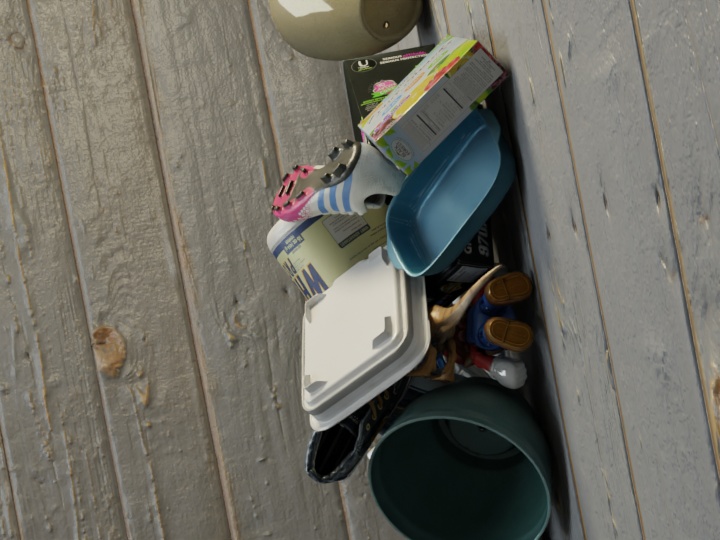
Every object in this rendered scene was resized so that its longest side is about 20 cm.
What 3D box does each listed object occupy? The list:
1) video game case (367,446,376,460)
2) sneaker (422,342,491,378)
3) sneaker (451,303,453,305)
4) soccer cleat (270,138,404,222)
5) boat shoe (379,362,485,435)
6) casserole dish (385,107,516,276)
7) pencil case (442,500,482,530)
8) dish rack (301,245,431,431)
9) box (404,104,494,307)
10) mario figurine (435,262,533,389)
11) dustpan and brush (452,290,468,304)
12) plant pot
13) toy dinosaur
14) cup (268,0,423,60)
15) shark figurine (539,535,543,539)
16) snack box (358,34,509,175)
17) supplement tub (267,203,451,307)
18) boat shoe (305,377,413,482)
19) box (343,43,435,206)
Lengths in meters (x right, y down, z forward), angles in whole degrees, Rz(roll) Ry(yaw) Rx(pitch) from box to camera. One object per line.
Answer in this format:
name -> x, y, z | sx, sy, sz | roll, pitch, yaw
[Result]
video game case -> 0.115, 0.298, 1.872 | 0.182, 0.024, 0.200 | 4, -134, -52
sneaker -> 0.108, 0.126, 1.876 | 0.200, 0.075, 0.087 | 45, -172, 4
sneaker -> 0.099, -0.034, 1.988 | 0.077, 0.085, 0.200 | -127, 27, -82
soccer cleat -> -0.027, -0.083, 1.659 | 0.200, 0.086, 0.070 | -21, 44, 58
boat shoe -> 0.090, 0.167, 1.773 | 0.091, 0.200, 0.071 | -60, 28, 12
casserole dish -> 0.096, -0.079, 1.565 | 0.200, 0.039, 0.121 | -55, 39, 29
pencil case -> 0.119, 0.266, 1.802 | 0.200, 0.087, 0.087 | -87, -10, -59
dish rack -> -0.005, 0.061, 1.620 | 0.044, 0.172, 0.200 | 39, -152, -27
box -> 0.089, -0.067, 1.677 | 0.159, 0.046, 0.200 | 136, 137, -59
mario figurine -> 0.154, 0.056, 1.633 | 0.106, 0.123, 0.200 | 38, 167, -2
dustpan and brush -> 0.134, 0.053, 1.861 | 0.200, 0.057, 0.140 | -110, 10, -64
plant pot -> 0.122, 0.201, 1.659 | 0.134, 0.200, 0.200 | -61, -32, -54
toy dinosaur -> 0.082, 0.060, 1.577 | 0.200, 0.060, 0.106 | 151, 124, -70
cup -> 0.001, -0.363, 1.987 | 0.143, 0.200, 0.200 | 28, 134, 50
shark figurine -> 0.186, 0.361, 1.774 | 0.128, 0.089, 0.215 | 88, 173, -77
snack box -> 0.070, -0.174, 1.556 | 0.053, 0.142, 0.200 | 46, -176, -11
supplement tub -> 0.000, 0.000, 1.788 | 0.200, 0.145, 0.145 | 53, 173, 6
boat shoe -> 0.004, 0.144, 1.650 | 0.200, 0.071, 0.091 | -64, -5, 0
box -> 0.060, -0.165, 1.895 | 0.200, 0.124, 0.149 | -104, 4, -50
